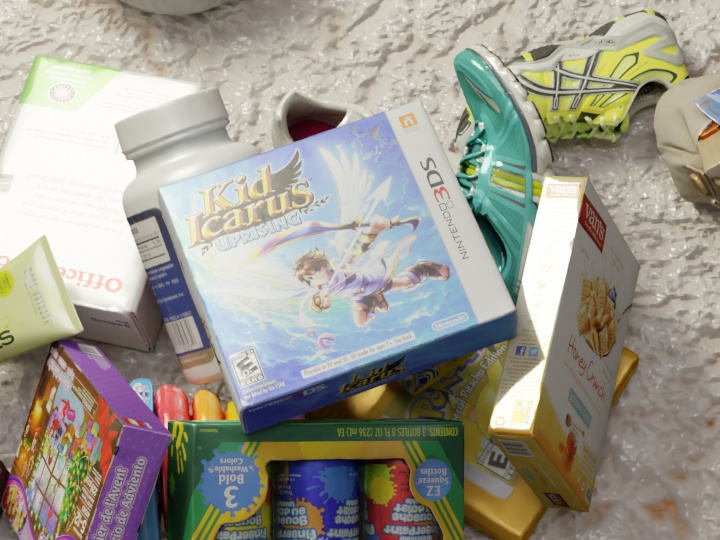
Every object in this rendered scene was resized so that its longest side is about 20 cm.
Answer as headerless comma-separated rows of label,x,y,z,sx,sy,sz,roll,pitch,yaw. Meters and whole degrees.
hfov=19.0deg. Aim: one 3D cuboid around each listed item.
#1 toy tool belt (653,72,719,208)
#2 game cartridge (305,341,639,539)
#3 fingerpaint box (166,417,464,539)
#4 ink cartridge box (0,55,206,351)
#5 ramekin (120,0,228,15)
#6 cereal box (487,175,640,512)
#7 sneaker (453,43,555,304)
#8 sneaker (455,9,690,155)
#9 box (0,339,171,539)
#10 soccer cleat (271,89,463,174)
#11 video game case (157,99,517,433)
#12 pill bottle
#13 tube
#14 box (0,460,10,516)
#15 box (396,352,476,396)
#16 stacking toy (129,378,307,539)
toy tool belt,0.326,-0.125,1.628,0.200,0.123,0.125,-32,99,-8
game cartridge,0.080,0.088,1.615,0.199,0.032,0.177,30,72,16
fingerpaint box,-0.031,0.187,1.492,0.199,0.073,0.168,2,88,-19
ink cartridge box,-0.208,-0.053,1.677,0.145,0.084,0.201,11,68,11
ramekin,-0.152,-0.306,1.774,0.199,0.105,0.201,-2,66,5
cereal box,0.147,0.053,1.529,0.039,0.144,0.201,4,65,26
sneaker,0.104,-0.070,1.606,0.079,0.078,0.201,-16,91,-8
sneaker,0.168,-0.134,1.678,0.199,0.075,0.077,-26,66,-9
box,-0.197,0.142,1.516,0.039,0.200,0.137,14,99,-25
soccer cleat,0.019,-0.082,1.666,0.199,0.086,0.070,20,69,14
video game case,-0.017,-0.006,1.473,0.199,0.046,0.182,-19,62,-8
pill bottle,-0.109,-0.027,1.580,0.111,0.111,0.201,-20,93,-3
tube,-0.294,0.048,1.608,0.199,0.058,0.052,-26,32,26
box,-0.324,0.134,1.543,0.100,0.200,0.075,18,66,12
box,0.000,0.000,1.609,0.064,0.070,0.200,-32,51,-21
stacking toy,-0.070,0.134,1.561,0.199,0.116,0.110,-3,107,-4
